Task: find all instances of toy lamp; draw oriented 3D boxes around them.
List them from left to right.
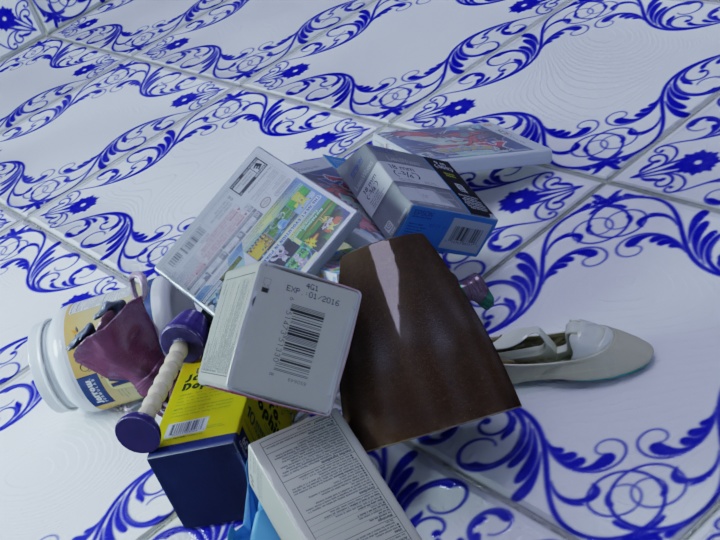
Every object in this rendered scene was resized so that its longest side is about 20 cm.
[{"bbox_3d":[-0.215,0.116,1.389,0.058,0.058,0.201,-11,33,19],"label":"toy lamp"}]

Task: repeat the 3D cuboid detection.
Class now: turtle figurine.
[{"bbox_3d":[0.053,0.064,1.480,0.199,0.101,0.149,-28,30,-22],"label":"turtle figurine"}]

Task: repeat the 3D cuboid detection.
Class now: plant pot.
[{"bbox_3d":[0.049,0.071,1.289,0.185,0.202,0.187,-16,-8,-2],"label":"plant pot"}]

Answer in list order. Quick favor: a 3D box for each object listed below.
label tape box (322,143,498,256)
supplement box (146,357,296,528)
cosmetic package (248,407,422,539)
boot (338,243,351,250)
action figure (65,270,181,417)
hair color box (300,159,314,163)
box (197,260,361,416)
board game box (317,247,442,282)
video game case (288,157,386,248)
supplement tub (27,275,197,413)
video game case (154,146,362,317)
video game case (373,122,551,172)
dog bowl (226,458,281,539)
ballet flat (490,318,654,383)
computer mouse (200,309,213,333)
[{"bbox_3d":[0.060,-0.106,1.567,0.143,0.064,0.200,8,33,-38],"label":"label tape box"},{"bbox_3d":[-0.150,0.177,1.412,0.109,0.109,0.201,-13,31,16],"label":"supplement box"},{"bbox_3d":[-0.020,0.239,1.179,0.105,0.071,0.200,-19,51,-20],"label":"cosmetic package"},{"bbox_3d":[-0.031,-0.040,1.725,0.154,0.073,0.200,-2,23,18],"label":"boot"},{"bbox_3d":[-0.250,0.123,1.501,0.149,0.200,0.134,-53,10,-20],"label":"action figure"},{"bbox_3d":[0.007,-0.111,1.741,0.198,0.062,0.102,4,17,8],"label":"hair color box"},{"bbox_3d":[-0.086,0.070,1.262,0.200,0.108,0.129,169,116,-75],"label":"box"},{"bbox_3d":[0.000,0.000,1.509,0.133,0.035,0.200,-11,9,-20],"label":"board game box"},{"bbox_3d":[-0.017,-0.085,1.582,0.199,0.023,0.182,30,25,22],"label":"video game case"},{"bbox_3d":[-0.313,0.099,1.610,0.199,0.145,0.145,-17,30,9],"label":"supplement tub"},{"bbox_3d":[-0.123,-0.032,1.477,0.182,0.022,0.200,34,79,32],"label":"video game case"},{"bbox_3d":[0.143,-0.177,1.781,0.198,0.023,0.182,-8,21,-22],"label":"video game case"},{"bbox_3d":[-0.070,0.252,1.263,0.110,0.050,0.201,6,39,4],"label":"dog bowl"},{"bbox_3d":[0.217,0.087,1.360,0.198,0.070,0.070,-10,32,20],"label":"ballet flat"},{"bbox_3d":[-0.156,0.024,1.593,0.046,0.200,0.140,41,67,13],"label":"computer mouse"}]
